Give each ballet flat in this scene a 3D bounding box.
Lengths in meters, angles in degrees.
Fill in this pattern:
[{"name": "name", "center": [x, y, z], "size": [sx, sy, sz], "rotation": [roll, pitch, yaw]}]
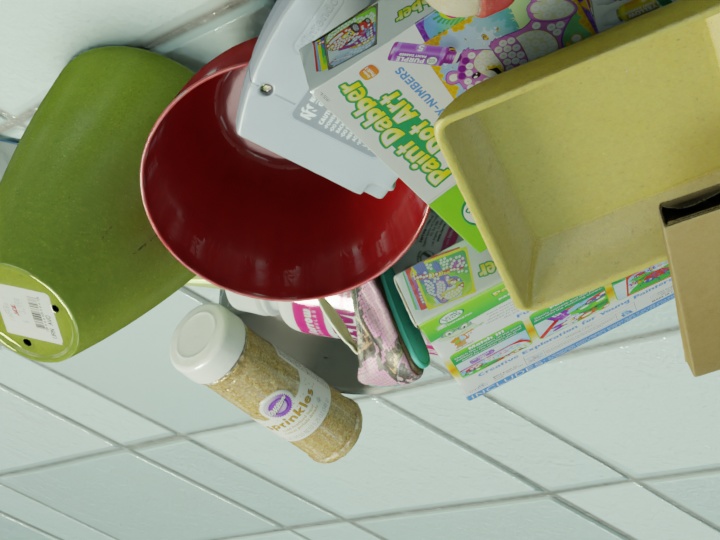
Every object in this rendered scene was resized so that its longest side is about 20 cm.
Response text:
[{"name": "ballet flat", "center": [-0.007, -0.007, 1.456], "size": [0.071, 0.201, 0.069], "rotation": [-15, -176, 16]}]

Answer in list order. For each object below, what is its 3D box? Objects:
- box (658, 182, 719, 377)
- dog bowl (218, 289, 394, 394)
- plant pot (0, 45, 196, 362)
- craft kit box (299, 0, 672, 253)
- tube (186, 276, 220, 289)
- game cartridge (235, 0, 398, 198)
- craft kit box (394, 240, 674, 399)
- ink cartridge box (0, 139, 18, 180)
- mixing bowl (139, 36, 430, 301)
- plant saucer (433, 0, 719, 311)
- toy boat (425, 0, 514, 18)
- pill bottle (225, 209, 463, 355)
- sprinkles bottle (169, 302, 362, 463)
[{"name": "box", "center": [0.280, -0.009, 1.260], "size": [0.163, 0.021, 0.200], "rotation": [-19, 147, 4]}, {"name": "dog bowl", "center": [-0.038, 0.049, 1.752], "size": [0.199, 0.059, 0.200], "rotation": [15, 157, 6]}, {"name": "plant pot", "center": [-0.197, -0.033, 1.436], "size": [0.186, 0.200, 0.188], "rotation": [17, 135, 17]}, {"name": "craft kit box", "center": [0.098, -0.121, 1.196], "size": [0.197, 0.049, 0.200], "rotation": [-30, 136, 20]}, {"name": "tube", "center": [-0.072, -0.005, 1.646], "size": [0.199, 0.052, 0.058], "rotation": [10, -167, 9]}, {"name": "game cartridge", "center": [0.011, -0.144, 1.224], "size": [0.133, 0.041, 0.200], "rotation": [24, 124, -23]}, {"name": "craft kit box", "center": [0.138, 0.007, 1.381], "size": [0.199, 0.049, 0.198], "rotation": [-27, 160, 3]}, {"name": "ink cartridge box", "center": [-0.264, -0.030, 1.717], "size": [0.115, 0.068, 0.200], "rotation": [14, 155, 7]}, {"name": "mixing bowl", "center": [-0.050, -0.088, 1.355], "size": [0.199, 0.109, 0.201], "rotation": [-1, 126, -1]}, {"name": "plant saucer", "center": [0.158, -0.079, 1.190], "size": [0.199, 0.049, 0.200], "rotation": [-21, 139, 7]}, {"name": "toy boat", "center": [0.082, -0.230, 1.026], "size": [0.130, 0.131, 0.200], "rotation": [-14, 156, -5]}, {"name": "pill bottle", "center": [0.000, 0.000, 1.550], "size": [0.199, 0.114, 0.113], "rotation": [9, 155, 18]}, {"name": "sprinkles bottle", "center": [-0.082, 0.102, 1.740], "size": [0.068, 0.069, 0.200], "rotation": [-6, 148, 41]}]
